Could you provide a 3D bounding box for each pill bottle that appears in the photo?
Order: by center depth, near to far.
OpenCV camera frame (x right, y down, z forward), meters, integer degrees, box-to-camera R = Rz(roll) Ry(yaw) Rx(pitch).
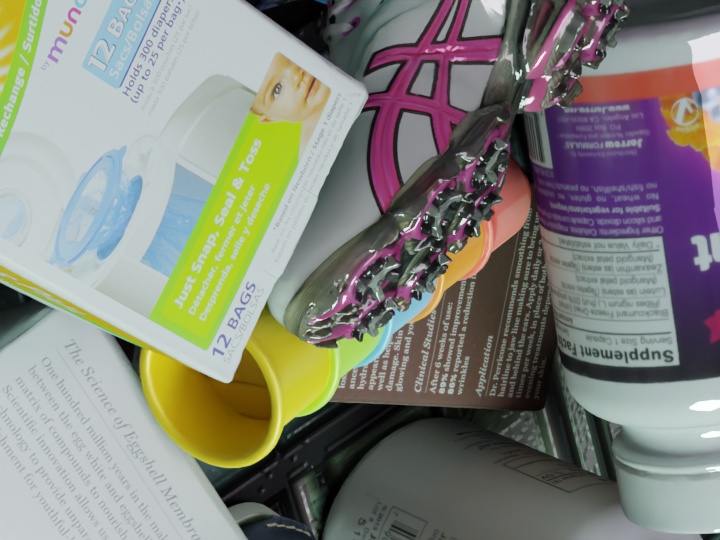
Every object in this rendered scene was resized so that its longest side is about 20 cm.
[{"bbox_3d":[0.127,-0.006,1.098,0.111,0.111,0.201,-20,107,-35],"label":"pill bottle"},{"bbox_3d":[0.084,0.141,1.175,0.114,0.200,0.115,-13,111,-36],"label":"pill bottle"}]

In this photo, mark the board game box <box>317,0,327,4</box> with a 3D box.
[{"bbox_3d":[-0.024,-0.214,0.960,0.196,0.056,0.201,28,85,-60],"label":"board game box"}]

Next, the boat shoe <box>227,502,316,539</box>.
[{"bbox_3d":[-0.085,0.173,1.134,0.200,0.062,0.075,-36,125,-26],"label":"boat shoe"}]

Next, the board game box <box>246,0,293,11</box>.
[{"bbox_3d":[0.028,-0.217,1.118,0.199,0.062,0.201,-19,114,-34],"label":"board game box"}]

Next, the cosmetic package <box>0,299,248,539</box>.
[{"bbox_3d":[-0.139,0.147,1.003,0.200,0.123,0.200,-37,100,-25],"label":"cosmetic package"}]

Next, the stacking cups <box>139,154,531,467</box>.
[{"bbox_3d":[0.000,0.000,1.035,0.200,0.060,0.061,-38,126,-48],"label":"stacking cups"}]

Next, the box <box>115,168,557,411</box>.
[{"bbox_3d":[-0.008,-0.001,1.144,0.199,0.075,0.101,6,99,-43],"label":"box"}]

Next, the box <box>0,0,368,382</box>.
[{"bbox_3d":[-0.109,-0.059,0.877,0.200,0.101,0.113,33,81,-49],"label":"box"}]

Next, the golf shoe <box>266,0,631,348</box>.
[{"bbox_3d":[0.017,-0.060,0.986,0.200,0.092,0.073,-54,166,-25],"label":"golf shoe"}]
